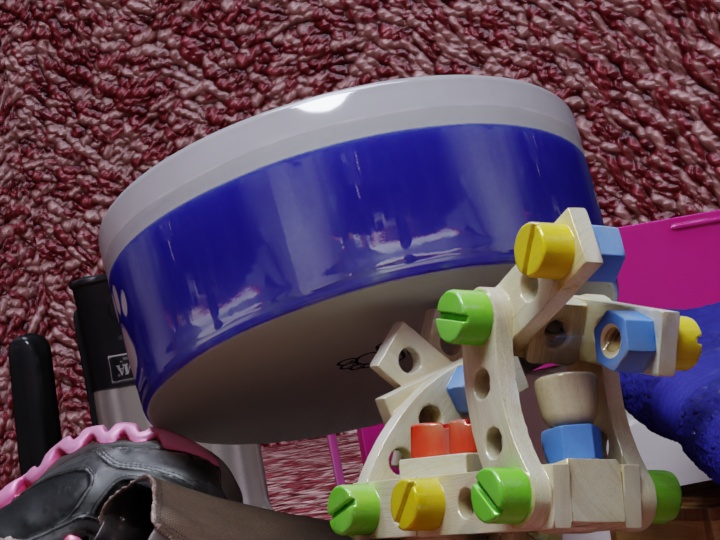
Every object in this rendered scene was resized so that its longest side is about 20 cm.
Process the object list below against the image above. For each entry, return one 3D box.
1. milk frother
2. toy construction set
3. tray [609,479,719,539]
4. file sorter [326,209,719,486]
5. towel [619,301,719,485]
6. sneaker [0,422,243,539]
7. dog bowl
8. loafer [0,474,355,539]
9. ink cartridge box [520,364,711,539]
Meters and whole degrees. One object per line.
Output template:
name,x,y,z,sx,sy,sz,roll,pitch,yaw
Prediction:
milk frother,-0.132,0.091,1.860,0.180,0.189,0.200,-10,-2,32
toy construction set,0.041,0.057,0.898,0.092,0.132,0.200,0,-7,-16
tray,0.198,0.079,0.927,0.199,0.037,0.099,-11,-2,-15
file sorter,0.084,0.060,1.307,0.199,0.139,0.125,-10,-3,-12
towel,0.174,0.044,0.879,0.147,0.050,0.200,-16,15,-9
sneaker,-0.141,0.126,1.048,0.200,0.079,0.095,-17,28,16
dog bowl,0.000,0.000,1.054,0.200,0.079,0.200,-14,-19,-5
loafer,-0.063,0.109,0.981,0.200,0.071,0.073,-9,-2,-35
ink cartridge box,0.154,0.067,1.097,0.146,0.085,0.200,-13,-2,39
